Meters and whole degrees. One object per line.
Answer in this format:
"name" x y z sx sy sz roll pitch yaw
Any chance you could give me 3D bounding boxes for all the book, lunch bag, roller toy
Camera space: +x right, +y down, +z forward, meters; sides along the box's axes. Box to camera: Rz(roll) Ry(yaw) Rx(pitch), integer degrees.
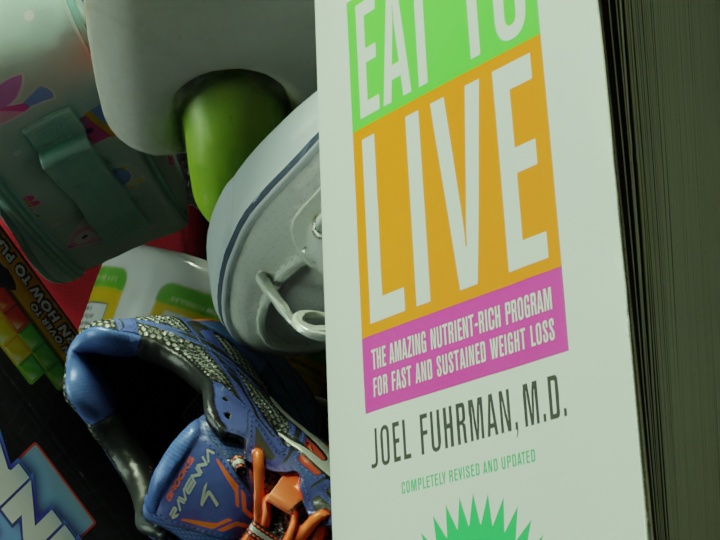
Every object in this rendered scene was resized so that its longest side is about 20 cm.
"book" 0.037 -0.010 0.574 0.133 0.048 0.201 -22 67 55
"lunch bag" -0.131 -0.089 0.899 0.200 0.077 0.161 63 -174 -67
"roller toy" -0.020 -0.133 0.770 0.183 0.139 0.201 -98 4 -56

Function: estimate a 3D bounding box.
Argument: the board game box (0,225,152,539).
"board game box" -0.144 0.098 0.853 0.057 0.200 0.165 -24 16 44

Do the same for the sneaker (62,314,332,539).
"sneaker" -0.030 0.079 0.733 0.200 0.078 0.076 38 101 40

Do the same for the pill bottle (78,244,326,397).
"pill bottle" -0.091 0.099 1.035 0.111 0.111 0.201 158 132 -79

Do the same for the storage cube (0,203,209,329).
"storage cube" -0.148 0.064 1.196 0.200 0.170 0.181 20 -111 -80

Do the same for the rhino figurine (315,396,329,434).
"rhino figurine" -0.003 0.095 0.817 0.200 0.060 0.088 15 88 64

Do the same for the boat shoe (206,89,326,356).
"boat shoe" 0.018 -0.008 0.691 0.202 0.074 0.086 -45 48 46
